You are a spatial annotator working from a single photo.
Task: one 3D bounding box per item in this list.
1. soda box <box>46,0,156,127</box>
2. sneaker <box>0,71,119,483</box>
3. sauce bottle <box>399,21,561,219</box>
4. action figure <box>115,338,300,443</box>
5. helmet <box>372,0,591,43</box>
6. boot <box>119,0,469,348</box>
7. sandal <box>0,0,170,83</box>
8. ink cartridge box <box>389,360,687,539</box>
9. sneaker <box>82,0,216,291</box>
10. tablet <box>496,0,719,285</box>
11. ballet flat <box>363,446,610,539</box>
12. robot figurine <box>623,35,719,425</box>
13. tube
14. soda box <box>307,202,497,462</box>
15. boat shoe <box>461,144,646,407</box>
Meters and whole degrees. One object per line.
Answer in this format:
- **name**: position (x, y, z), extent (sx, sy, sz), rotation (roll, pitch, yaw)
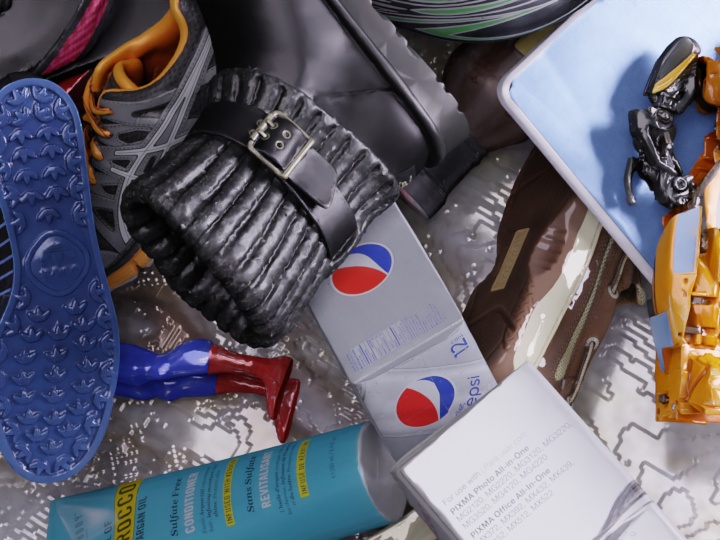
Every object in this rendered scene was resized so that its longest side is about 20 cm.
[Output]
- **soda box**: position (-0.124, -0.152, 1.583), extent (0.070, 0.063, 0.200), rotation (43, 86, 16)
- **sneaker**: position (-0.160, 0.002, 1.486), extent (0.070, 0.078, 0.202), rotation (-2, 95, -12)
- **sauce bottle**: position (0.087, -0.112, 1.545), extent (0.200, 0.065, 0.065), rotation (-45, 75, -4)
- **action figure**: position (-0.140, 0.072, 1.530), extent (0.199, 0.065, 0.100), rotation (13, 70, 10)
- **helmet**: position (0.050, -0.207, 1.466), extent (0.191, 0.200, 0.200), rotation (-41, 75, -5)
- **boot**: position (-0.066, -0.084, 1.422), extent (0.158, 0.079, 0.211), rotation (-43, 88, -16)
- **sandal**: position (-0.163, -0.130, 1.527), extent (0.199, 0.045, 0.075), rotation (-35, 73, -1)
- **ink cartridge box**: position (0.111, 0.148, 1.372), extent (0.083, 0.145, 0.200), rotation (-40, 78, -4)
- **sneaker**: position (-0.113, -0.071, 1.526), extent (0.200, 0.077, 0.078), rotation (-51, 31, 18)
- **tablet**: position (0.172, -0.055, 1.498), extent (0.130, 0.014, 0.200), rotation (-43, 98, -17)
- **ballet flat**: position (0.030, 0.126, 1.496), extent (0.199, 0.069, 0.070), rotation (-33, 75, -2)
- **robot figurine**: position (0.200, -0.022, 1.466), extent (0.144, 0.058, 0.202), rotation (6, 83, -20)
- **tube**: position (-0.074, 0.124, 1.494), extent (0.199, 0.050, 0.078), rotation (-18, 44, 23)
- **soda box**: position (0.000, 0.000, 1.482), extent (0.063, 0.068, 0.200), rotation (-30, 44, 0)
- **boat shoe**: position (0.112, -0.007, 1.523), extent (0.075, 0.075, 0.203), rotation (39, 68, -27)
